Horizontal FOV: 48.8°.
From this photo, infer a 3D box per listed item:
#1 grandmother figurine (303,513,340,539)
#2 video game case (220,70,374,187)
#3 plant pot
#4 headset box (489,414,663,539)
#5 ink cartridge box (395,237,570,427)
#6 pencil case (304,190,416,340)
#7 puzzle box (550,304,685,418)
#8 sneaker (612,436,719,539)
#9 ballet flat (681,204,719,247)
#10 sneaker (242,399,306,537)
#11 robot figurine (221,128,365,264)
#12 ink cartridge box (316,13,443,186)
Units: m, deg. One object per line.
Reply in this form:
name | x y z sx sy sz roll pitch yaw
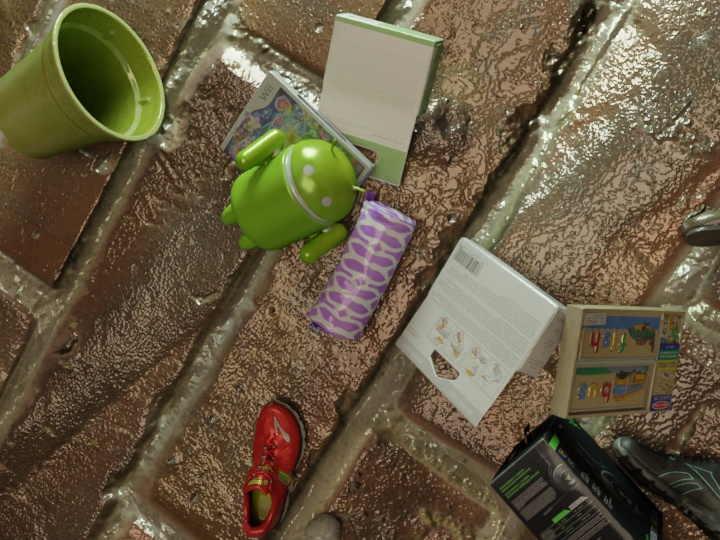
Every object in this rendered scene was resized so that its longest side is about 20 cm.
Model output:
grandmother figurine | -0.078 0.449 1.154 0.121 0.061 0.201 17 96 -14
video game case | -0.093 -0.160 1.118 0.200 0.018 0.143 45 118 9
plant pot | -0.420 -0.250 1.143 0.184 0.200 0.201 -18 89 27
headset box | 0.265 0.276 0.979 0.093 0.174 0.200 -46 76 18
ink cartridge box | 0.151 0.077 1.012 0.176 0.045 0.200 -59 39 10
pencil case | 0.000 0.000 1.092 0.085 0.084 0.200 35 101 34
puzzle box | 0.317 0.110 0.967 0.025 0.200 0.133 16 101 55
sneaker | 0.416 0.268 1.009 0.200 0.075 0.079 36 80 11
ballet flat | 0.497 -0.063 0.966 0.199 0.067 0.046 -5 60 18
sneaker | -0.129 0.288 1.139 0.077 0.085 0.201 8 96 14
robot figurine | -0.090 -0.100 1.056 0.200 0.116 0.176 -23 107 30
ink cartridge box | 0.018 -0.234 1.087 0.145 0.048 0.201 19 114 14
